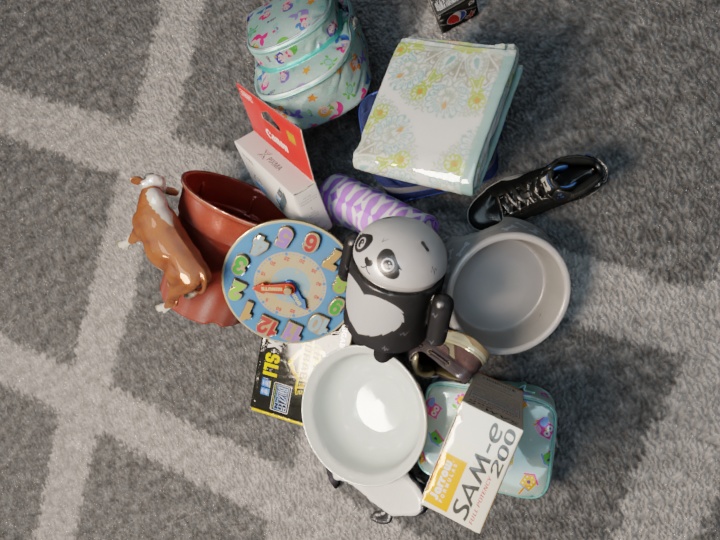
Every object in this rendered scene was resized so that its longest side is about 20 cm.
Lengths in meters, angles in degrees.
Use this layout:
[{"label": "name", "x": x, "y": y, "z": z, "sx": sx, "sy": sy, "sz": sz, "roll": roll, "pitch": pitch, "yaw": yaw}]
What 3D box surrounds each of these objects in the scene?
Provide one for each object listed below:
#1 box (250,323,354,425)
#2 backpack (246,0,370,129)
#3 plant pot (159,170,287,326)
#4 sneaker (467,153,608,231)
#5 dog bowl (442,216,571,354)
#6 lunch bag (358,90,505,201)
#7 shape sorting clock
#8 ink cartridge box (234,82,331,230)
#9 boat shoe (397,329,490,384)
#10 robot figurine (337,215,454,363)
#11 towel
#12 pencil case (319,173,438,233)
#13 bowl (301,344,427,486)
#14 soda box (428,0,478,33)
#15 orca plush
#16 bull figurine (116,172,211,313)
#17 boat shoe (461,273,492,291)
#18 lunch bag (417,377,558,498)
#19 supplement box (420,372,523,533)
[{"label": "box", "x": -0.091, "y": 0.153, "z": 0.890, "sx": 0.159, "sy": 0.049, "sz": 0.201, "roll": 13, "pitch": 95, "yaw": 19}, {"label": "backpack", "x": -0.077, "y": -0.313, "z": 0.785, "sx": 0.177, "sy": 0.151, "sz": 0.200, "roll": -17, "pitch": 58, "yaw": 15}, {"label": "plant pot", "x": -0.222, "y": -0.029, "z": 0.862, "sx": 0.201, "sy": 0.201, "sz": 0.196, "roll": 32, "pitch": 109, "yaw": 14}, {"label": "sneaker", "x": 0.239, "y": -0.114, "z": 0.744, "sx": 0.200, "sy": 0.112, "sz": 0.073, "roll": -21, "pitch": 84, "yaw": 17}, {"label": "dog bowl", "x": 0.199, "y": 0.027, "z": 0.746, "sx": 0.200, "sy": 0.059, "sz": 0.201, "roll": -1, "pitch": 105, "yaw": -4}, {"label": "lunch bag", "x": 0.110, "y": -0.191, "z": 0.776, "sx": 0.200, "sy": 0.132, "sz": 0.136, "roll": -10, "pitch": 72, "yaw": 18}, {"label": "shape sorting clock", "x": -0.103, "y": 0.022, "z": 0.776, "sx": 0.199, "sy": 0.039, "sz": 0.200, "roll": 1, "pitch": 118, "yaw": 1}, {"label": "ink cartridge box", "x": -0.130, "y": -0.163, "z": 0.797, "sx": 0.045, "sy": 0.176, "sz": 0.200, "roll": -34, "pitch": 49, "yaw": -15}, {"label": "boat shoe", "x": 0.096, "y": 0.122, "z": 0.766, "sx": 0.065, "sy": 0.200, "sz": 0.072, "roll": -49, "pitch": 114, "yaw": -23}, {"label": "robot figurine", "x": 0.041, "y": 0.027, "z": 0.694, "sx": 0.150, "sy": 0.125, "sz": 0.200, "roll": 9, "pitch": 127, "yaw": 0}, {"label": "towel", "x": 0.099, "y": -0.204, "z": 0.686, "sx": 0.171, "sy": 0.048, "sz": 0.200, "roll": 17, "pitch": 82, "yaw": 28}, {"label": "pencil case", "x": 0.020, "y": -0.078, "z": 0.800, "sx": 0.200, "sy": 0.084, "sz": 0.086, "roll": 30, "pitch": 106, "yaw": 32}, {"label": "bowl", "x": 0.019, "y": 0.208, "z": 0.798, "sx": 0.201, "sy": 0.090, "sz": 0.202, "roll": 0, "pitch": 89, "yaw": 26}, {"label": "soda box", "x": 0.109, "y": -0.470, "z": 0.797, "sx": 0.063, "sy": 0.071, "sz": 0.200, "roll": -23, "pitch": 85, "yaw": 16}, {"label": "orca plush", "x": 0.037, "y": 0.340, "z": 0.844, "sx": 0.200, "sy": 0.071, "sz": 0.105, "roll": -19, "pitch": 67, "yaw": 38}, {"label": "bull figurine", "x": -0.283, "y": -0.040, "z": 0.756, "sx": 0.121, "sy": 0.065, "sz": 0.200, "roll": -43, "pitch": 72, "yaw": 38}, {"label": "boat shoe", "x": 0.103, "y": 0.023, "z": 0.816, "sx": 0.200, "sy": 0.072, "sz": 0.065, "roll": -24, "pitch": 79, "yaw": 11}, {"label": "lunch bag", "x": 0.190, "y": 0.236, "z": 0.788, "sx": 0.200, "sy": 0.077, "sz": 0.161, "roll": 7, "pitch": 92, "yaw": 17}, {"label": "supplement box", "x": 0.145, "y": 0.210, "z": 0.656, "sx": 0.073, "sy": 0.200, "sz": 0.126, "roll": 22, "pitch": 96, "yaw": 16}]
